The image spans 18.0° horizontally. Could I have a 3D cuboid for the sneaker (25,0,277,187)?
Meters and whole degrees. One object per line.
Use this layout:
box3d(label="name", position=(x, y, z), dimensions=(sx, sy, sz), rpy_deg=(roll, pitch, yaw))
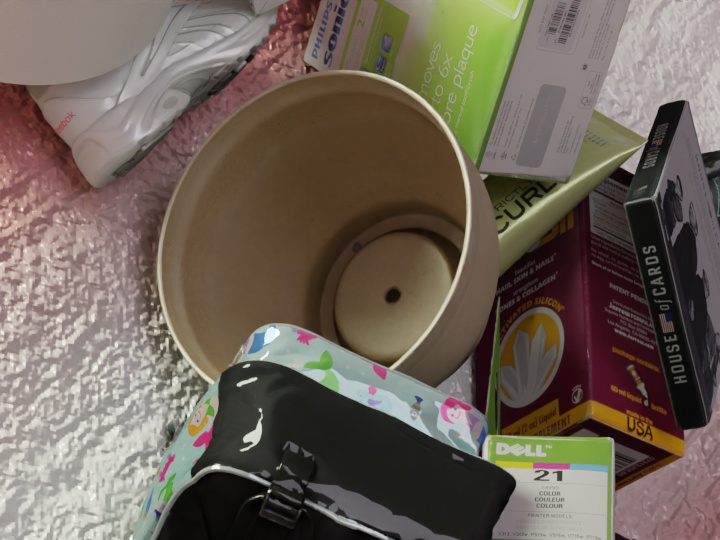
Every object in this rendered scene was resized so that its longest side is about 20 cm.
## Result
box3d(label="sneaker", position=(-0.125, -0.139, 1.370), dimensions=(0.099, 0.078, 0.200), rpy_deg=(47, 43, -4))

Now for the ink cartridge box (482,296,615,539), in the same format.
box3d(label="ink cartridge box", position=(0.107, 0.136, 1.292), dimensions=(0.075, 0.148, 0.201), rpy_deg=(2, 50, 6))

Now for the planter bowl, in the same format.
box3d(label="planter bowl", position=(0.000, 0.000, 1.329), dimensions=(0.135, 0.199, 0.202), rpy_deg=(33, 41, -58))

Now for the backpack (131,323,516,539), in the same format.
box3d(label="backpack", position=(-0.030, 0.138, 1.194), dimensions=(0.176, 0.200, 0.151), rpy_deg=(24, 45, -9))

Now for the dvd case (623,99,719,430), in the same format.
box3d(label="dvd case", position=(0.206, -0.008, 1.441), dimensions=(0.200, 0.025, 0.151), rpy_deg=(-58, 134, -66))

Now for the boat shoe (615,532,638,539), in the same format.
box3d(label="boat shoe", position=(0.172, 0.199, 1.438), dimensions=(0.201, 0.063, 0.074), rpy_deg=(34, 50, -20))

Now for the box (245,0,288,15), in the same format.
box3d(label="box", position=(-0.089, -0.267, 1.395), dimensions=(0.060, 0.117, 0.201), rpy_deg=(-26, 55, -10))

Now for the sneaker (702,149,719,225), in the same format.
box3d(label="sneaker", position=(0.226, -0.032, 1.632), dimensions=(0.199, 0.075, 0.080), rpy_deg=(-29, 103, -44))

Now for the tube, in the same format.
box3d(label="tube", position=(0.087, -0.033, 1.435), dimensions=(0.200, 0.052, 0.058), rpy_deg=(-42, 87, -12))

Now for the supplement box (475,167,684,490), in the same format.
box3d(label="supplement box", position=(0.139, 0.039, 1.467), dimensions=(0.085, 0.110, 0.201), rpy_deg=(23, 51, -31))

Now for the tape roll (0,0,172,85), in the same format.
box3d(label="tape roll", position=(-0.187, -0.224, 1.277), dimensions=(0.201, 0.140, 0.204), rpy_deg=(11, 50, -13))

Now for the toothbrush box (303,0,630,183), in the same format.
box3d(label="toothbrush box", position=(0.066, -0.161, 1.432), dimensions=(0.086, 0.147, 0.200), rpy_deg=(5, 22, -36))
